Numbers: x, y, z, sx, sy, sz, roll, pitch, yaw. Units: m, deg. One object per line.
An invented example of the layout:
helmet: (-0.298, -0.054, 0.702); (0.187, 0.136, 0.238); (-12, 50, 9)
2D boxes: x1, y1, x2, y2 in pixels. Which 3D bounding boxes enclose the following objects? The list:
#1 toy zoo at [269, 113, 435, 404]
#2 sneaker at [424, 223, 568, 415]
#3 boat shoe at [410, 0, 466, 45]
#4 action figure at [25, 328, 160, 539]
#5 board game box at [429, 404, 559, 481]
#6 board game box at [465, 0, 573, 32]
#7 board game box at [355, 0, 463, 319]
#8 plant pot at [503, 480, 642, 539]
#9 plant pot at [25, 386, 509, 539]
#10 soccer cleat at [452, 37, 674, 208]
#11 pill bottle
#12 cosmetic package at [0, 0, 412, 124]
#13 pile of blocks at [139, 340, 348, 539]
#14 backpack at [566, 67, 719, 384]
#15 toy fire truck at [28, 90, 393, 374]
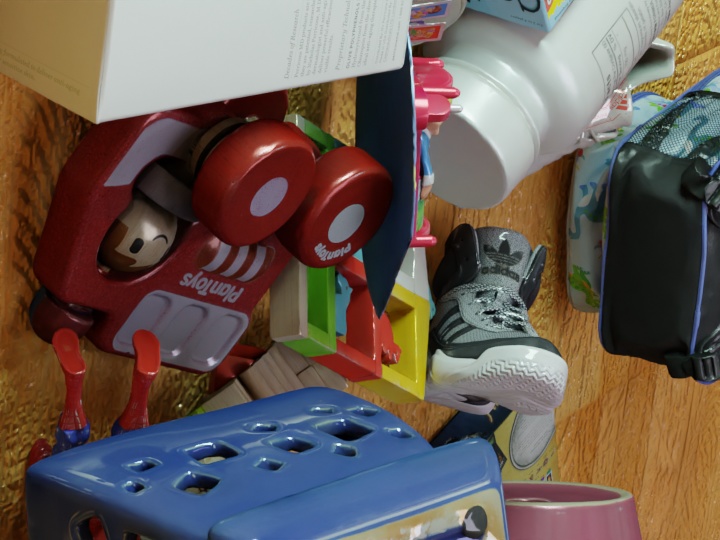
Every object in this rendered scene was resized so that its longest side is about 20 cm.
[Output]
toy zoo: (0.000, 0.000, 1.629); (0.200, 0.020, 0.131); (32, 54, -60)
sneaker: (0.082, 0.027, 1.717); (0.200, 0.075, 0.114); (166, -61, -73)
boat shoe: (0.001, -0.173, 1.542); (0.067, 0.057, 0.200); (-33, 161, 18)
action figure: (-0.142, 0.111, 1.471); (0.065, 0.052, 0.200); (-2, 131, -16)
board game box: (0.067, 0.168, 1.883); (0.200, 0.035, 0.136); (-45, 142, -37)
board game box: (0.074, -0.250, 1.570); (0.103, 0.105, 0.200); (-52, 147, -29)
board game box: (0.030, -0.068, 1.517); (0.200, 0.039, 0.158); (108, -21, -66)
plant pot: (0.110, 0.230, 1.784); (0.200, 0.200, 0.179); (-2, 94, -59)
plant pot: (-0.030, 0.178, 1.382); (0.200, 0.180, 0.200); (-15, 103, -37)
soccer cleat: (0.124, -0.101, 1.763); (0.200, 0.085, 0.069); (-43, 141, -39)
pill bottle: (0.103, -0.135, 1.676); (0.200, 0.114, 0.114); (-51, 146, -30)
cosmetic package: (-0.079, -0.138, 1.348); (0.200, 0.108, 0.085); (-14, 122, -41)
pile of blocks: (-0.080, 0.084, 1.581); (0.062, 0.082, 0.200); (55, 35, -4)
backpack: (0.237, -0.046, 1.921); (0.200, 0.147, 0.183); (-34, 134, -41)
toy fire truck: (-0.092, -0.023, 1.447); (0.168, 0.112, 0.200); (-55, 151, 11)
